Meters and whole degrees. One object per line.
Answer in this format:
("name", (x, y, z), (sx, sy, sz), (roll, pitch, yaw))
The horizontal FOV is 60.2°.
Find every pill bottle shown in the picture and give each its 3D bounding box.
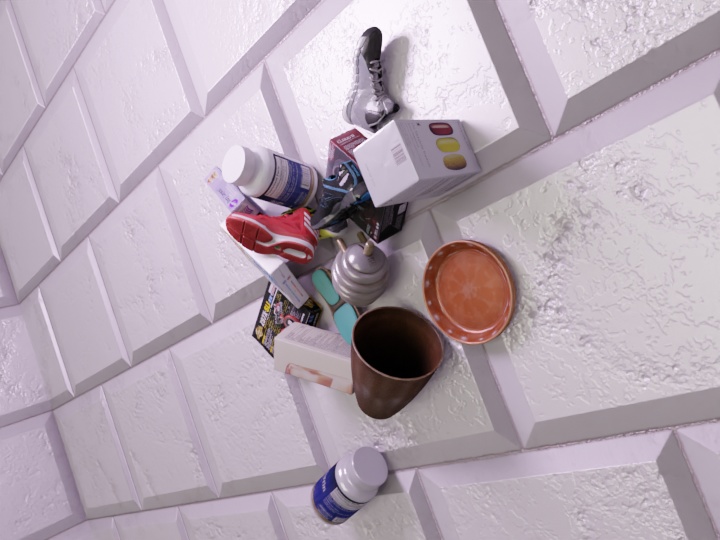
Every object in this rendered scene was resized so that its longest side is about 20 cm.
("pill bottle", (-0.199, -0.207, 1.364), (0.110, 0.199, 0.112), (-10, 75, 41))
("pill bottle", (-0.026, 0.500, 1.446), (0.116, 0.115, 0.200), (53, 128, 19))

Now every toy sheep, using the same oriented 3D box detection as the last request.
("toy sheep", (0.000, 0.000, 1.295), (0.138, 0.137, 0.201), (49, 156, 22))

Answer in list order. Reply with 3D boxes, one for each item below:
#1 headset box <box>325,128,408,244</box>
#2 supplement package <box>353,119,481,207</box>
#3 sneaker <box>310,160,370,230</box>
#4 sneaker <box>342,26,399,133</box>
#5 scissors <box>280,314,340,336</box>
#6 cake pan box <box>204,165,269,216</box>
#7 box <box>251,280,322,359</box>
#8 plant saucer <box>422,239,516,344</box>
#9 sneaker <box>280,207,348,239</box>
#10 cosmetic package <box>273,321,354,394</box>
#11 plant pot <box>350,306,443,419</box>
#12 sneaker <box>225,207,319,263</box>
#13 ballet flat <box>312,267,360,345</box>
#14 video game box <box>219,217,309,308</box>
("headset box", (0.005, -0.177, 1.257), (0.200, 0.075, 0.149), (45, 147, 25))
("supplement package", (0.105, -0.195, 1.107), (0.109, 0.199, 0.115), (-28, 82, 43))
("sneaker", (-0.046, -0.144, 1.227), (0.200, 0.073, 0.082), (-34, 84, 50))
("sneaker", (0.038, -0.364, 1.223), (0.115, 0.075, 0.201), (36, 132, 25))
("scissors", (-0.100, 0.156, 1.457), (0.198, 0.014, 0.074), (13, 113, 18))
("cake pan box", (-0.256, -0.136, 1.437), (0.052, 0.184, 0.200), (-47, 45, 1))
("box", (-0.186, 0.131, 1.549), (0.159, 0.049, 0.201), (40, 124, 31))
("plant saucer", (0.206, 0.040, 1.185), (0.199, 0.032, 0.202), (11, 106, 40))
("sneaker", (-0.098, -0.097, 1.411), (0.199, 0.075, 0.077), (15, 125, 45))
("cosmetic package", (-0.086, 0.195, 1.399), (0.198, 0.103, 0.088), (15, 114, 20))
("plant pot", (0.056, 0.210, 1.281), (0.187, 0.186, 0.201), (41, 138, 27))
("sneaker", (-0.182, -0.093, 1.335), (0.199, 0.116, 0.079), (24, 134, -4))
("ballet flat", (-0.037, 0.078, 1.392), (0.070, 0.065, 0.201), (-34, 77, 25))
("video game box", (-0.220, -0.020, 1.433), (0.047, 0.182, 0.200), (-45, 61, -8))
